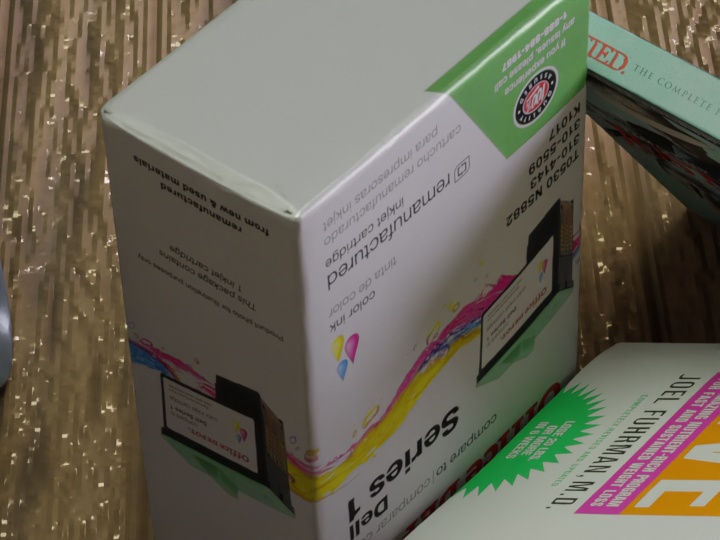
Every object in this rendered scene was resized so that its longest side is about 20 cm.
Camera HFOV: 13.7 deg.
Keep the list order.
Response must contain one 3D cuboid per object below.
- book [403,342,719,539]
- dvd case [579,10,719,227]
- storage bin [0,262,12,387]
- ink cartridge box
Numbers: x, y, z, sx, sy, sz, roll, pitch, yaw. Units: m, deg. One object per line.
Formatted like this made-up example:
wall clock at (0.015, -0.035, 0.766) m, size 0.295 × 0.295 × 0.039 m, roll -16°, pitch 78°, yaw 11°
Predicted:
book at (0.127, 0.070, 0.953) m, size 0.200 × 0.048 × 0.134 m, roll -2°, pitch 30°, yaw 45°
dvd case at (0.135, -0.031, 1.026) m, size 0.146 × 0.200 × 0.022 m, roll 32°, pitch 87°, yaw 32°
storage bin at (-0.208, 0.011, 1.014) m, size 0.134 × 0.146 × 0.200 m, roll -10°, pitch 8°, yaw 8°
ink cartridge box at (0.000, 0.000, 0.973) m, size 0.084 × 0.200 × 0.145 m, roll 29°, pitch 53°, yaw 28°
